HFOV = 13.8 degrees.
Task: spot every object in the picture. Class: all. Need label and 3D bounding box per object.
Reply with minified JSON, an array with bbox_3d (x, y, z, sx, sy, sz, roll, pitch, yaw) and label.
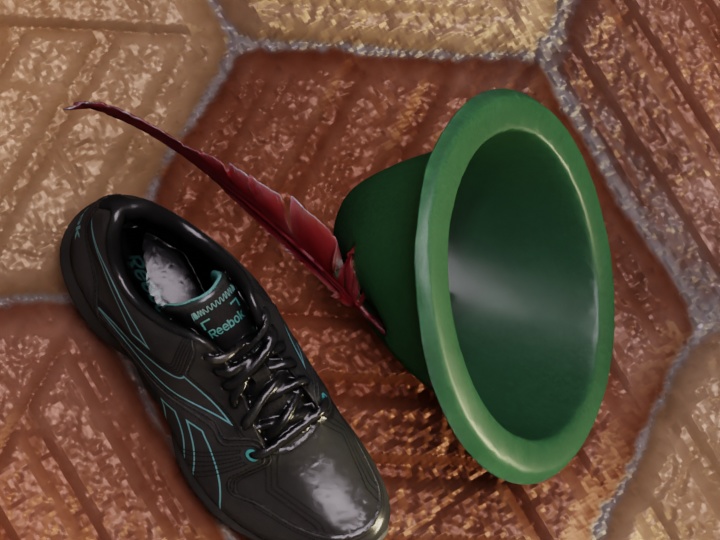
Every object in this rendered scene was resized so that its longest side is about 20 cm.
[{"bbox_3d":[-0.060,0.047,1.304,0.075,0.079,0.200,-42,89,-19],"label":"sneaker"},{"bbox_3d":[0.000,0.000,1.357,0.165,0.175,0.201,-23,105,-55],"label":"hat"}]
